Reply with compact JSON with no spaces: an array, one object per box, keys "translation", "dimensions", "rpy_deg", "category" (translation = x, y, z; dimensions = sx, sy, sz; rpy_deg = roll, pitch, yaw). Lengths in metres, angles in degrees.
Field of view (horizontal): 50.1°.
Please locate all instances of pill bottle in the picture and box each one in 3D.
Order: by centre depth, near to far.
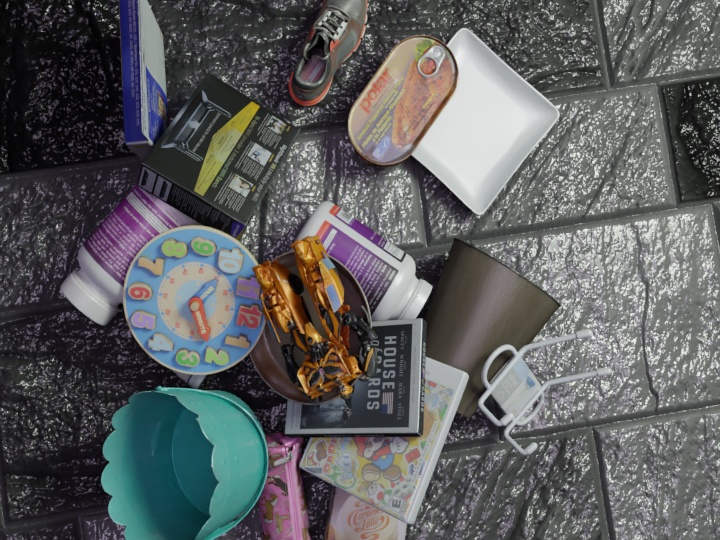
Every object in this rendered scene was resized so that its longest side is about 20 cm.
[{"translation":[-0.321,-0.027,1.076],"dimensions":[0.112,0.112,0.201],"rpy_deg":[41,85,0],"category":"pill bottle"},{"translation":[0.000,0.000,1.089],"dimensions":[0.198,0.112,0.114],"rpy_deg":[34,86,0],"category":"pill bottle"}]

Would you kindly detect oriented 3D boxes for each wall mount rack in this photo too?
[{"translation":[0.249,0.156,1.053],"dimensions":[0.174,0.200,0.074],"rpy_deg":[-47,48,-4],"category":"wall mount rack"}]

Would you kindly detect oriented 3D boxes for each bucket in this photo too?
[{"translation":[-0.227,0.256,1.019],"dimensions":[0.202,0.134,0.214],"rpy_deg":[-1,89,28],"category":"bucket"}]

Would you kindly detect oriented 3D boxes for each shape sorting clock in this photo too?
[{"translation":[-0.220,0.042,1.030],"dimensions":[0.194,0.039,0.206],"rpy_deg":[-1,104,-5],"category":"shape sorting clock"}]

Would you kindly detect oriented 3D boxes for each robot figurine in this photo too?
[{"translation":[-0.060,0.069,0.978],"dimensions":[0.143,0.058,0.204],"rpy_deg":[-28,80,27],"category":"robot figurine"}]

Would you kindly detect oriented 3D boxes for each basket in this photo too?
[{"translation":[0.158,0.090,1.085],"dimensions":[0.178,0.136,0.203],"rpy_deg":[30,90,-1],"category":"basket"}]

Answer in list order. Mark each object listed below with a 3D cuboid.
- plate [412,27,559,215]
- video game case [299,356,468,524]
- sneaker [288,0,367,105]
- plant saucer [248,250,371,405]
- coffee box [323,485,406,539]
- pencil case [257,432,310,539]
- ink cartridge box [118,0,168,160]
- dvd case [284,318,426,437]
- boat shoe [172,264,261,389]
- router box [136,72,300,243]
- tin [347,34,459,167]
[{"translation":[0.164,-0.220,1.149],"dimensions":[0.199,0.032,0.201],"rpy_deg":[40,87,0],"category":"plate"},{"translation":[0.029,0.201,1.025],"dimensions":[0.178,0.023,0.204],"rpy_deg":[17,78,31],"category":"video game case"},{"translation":[-0.042,-0.339,1.121],"dimensions":[0.075,0.082,0.205],"rpy_deg":[22,86,-1],"category":"sneaker"},{"translation":[-0.067,0.075,1.031],"dimensions":[0.195,0.032,0.207],"rpy_deg":[1,92,26],"category":"plant saucer"},{"translation":[0.009,0.339,1.086],"dimensions":[0.111,0.080,0.206],"rpy_deg":[8,86,-2],"category":"coffee box"},{"translation":[-0.107,0.331,1.077],"dimensions":[0.080,0.086,0.206],"rpy_deg":[-7,88,12],"category":"pencil case"},{"translation":[-0.298,-0.261,1.045],"dimensions":[0.046,0.200,0.204],"rpy_deg":[-3,87,-3],"category":"ink cartridge box"},{"translation":[-0.007,0.146,1.039],"dimensions":[0.195,0.025,0.155],"rpy_deg":[-6,67,24],"category":"dvd case"},{"translation":[-0.204,0.068,1.100],"dimensions":[0.069,0.071,0.202],"rpy_deg":[35,92,-3],"category":"boat shoe"},{"translation":[-0.191,-0.158,1.063],"dimensions":[0.155,0.052,0.203],"rpy_deg":[30,52,-7],"category":"router box"},{"translation":[0.060,-0.243,1.114],"dimensions":[0.111,0.042,0.202],"rpy_deg":[37,87,-2],"category":"tin"}]
